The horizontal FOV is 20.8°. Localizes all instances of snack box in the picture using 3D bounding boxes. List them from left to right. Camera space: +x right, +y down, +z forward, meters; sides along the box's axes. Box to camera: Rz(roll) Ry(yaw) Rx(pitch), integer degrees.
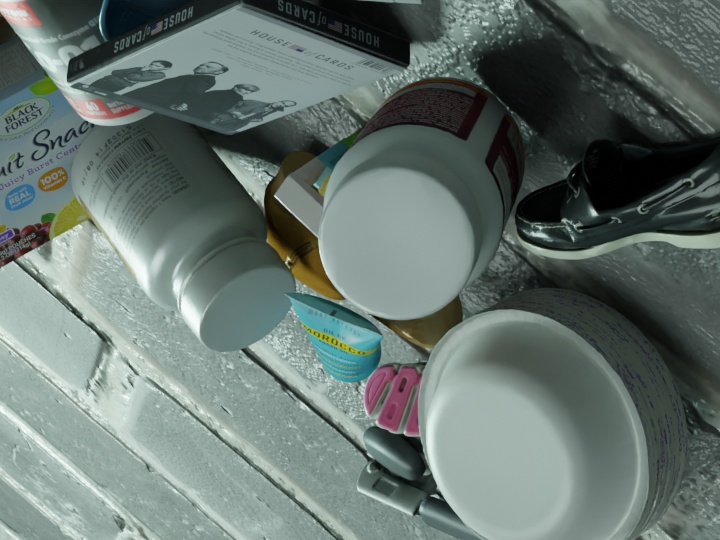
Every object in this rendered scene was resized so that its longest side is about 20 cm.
[{"bbox_3d":[-0.274,-0.103,1.606,0.068,0.199,0.169,49,163,37],"label":"snack box"}]

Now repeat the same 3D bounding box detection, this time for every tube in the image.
[{"bbox_3d":[-0.013,0.049,1.507,0.077,0.051,0.200,18,171,7],"label":"tube"}]

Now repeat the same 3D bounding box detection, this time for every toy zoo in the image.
[{"bbox_3d":[0.016,-0.033,1.363,0.131,0.200,0.021,39,112,3],"label":"toy zoo"}]

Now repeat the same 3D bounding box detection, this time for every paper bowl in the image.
[{"bbox_3d":[0.128,0.121,1.423,0.200,0.104,0.202,14,113,36],"label":"paper bowl"}]

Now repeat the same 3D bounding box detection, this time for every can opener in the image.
[{"bbox_3d":[0.076,0.206,1.781,0.199,0.053,0.067,23,149,33],"label":"can opener"}]

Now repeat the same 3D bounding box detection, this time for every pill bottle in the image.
[{"bbox_3d":[-0.208,-0.210,1.424,0.113,0.114,0.200,18,153,40],"label":"pill bottle"},{"bbox_3d":[-0.139,-0.033,1.566,0.200,0.114,0.115,50,162,33],"label":"pill bottle"},{"bbox_3d":[0.039,-0.046,1.243,0.113,0.200,0.115,3,109,10],"label":"pill bottle"}]

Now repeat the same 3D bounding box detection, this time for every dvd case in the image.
[{"bbox_3d":[-0.086,-0.143,1.352,0.150,0.025,0.199,15,159,-40],"label":"dvd case"}]

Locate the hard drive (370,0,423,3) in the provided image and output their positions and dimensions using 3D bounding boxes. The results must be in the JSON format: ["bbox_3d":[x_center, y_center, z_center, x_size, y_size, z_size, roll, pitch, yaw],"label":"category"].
[{"bbox_3d":[-0.061,-0.225,1.224,0.198,0.027,0.132,6,145,10],"label":"hard drive"}]

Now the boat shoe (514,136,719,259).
[{"bbox_3d":[0.165,-0.052,1.226,0.199,0.075,0.066,3,134,52],"label":"boat shoe"}]

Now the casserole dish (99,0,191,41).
[{"bbox_3d":[-0.107,-0.206,1.336,0.120,0.039,0.200,11,146,-15],"label":"casserole dish"}]

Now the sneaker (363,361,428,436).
[{"bbox_3d":[0.107,0.108,1.564,0.198,0.074,0.087,7,-174,19],"label":"sneaker"}]

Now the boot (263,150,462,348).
[{"bbox_3d":[-0.001,0.000,1.550,0.201,0.071,0.144,47,162,12],"label":"boot"}]

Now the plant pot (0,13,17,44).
[{"bbox_3d":[-0.348,-0.246,1.536,0.175,0.199,0.200,61,153,0],"label":"plant pot"}]
